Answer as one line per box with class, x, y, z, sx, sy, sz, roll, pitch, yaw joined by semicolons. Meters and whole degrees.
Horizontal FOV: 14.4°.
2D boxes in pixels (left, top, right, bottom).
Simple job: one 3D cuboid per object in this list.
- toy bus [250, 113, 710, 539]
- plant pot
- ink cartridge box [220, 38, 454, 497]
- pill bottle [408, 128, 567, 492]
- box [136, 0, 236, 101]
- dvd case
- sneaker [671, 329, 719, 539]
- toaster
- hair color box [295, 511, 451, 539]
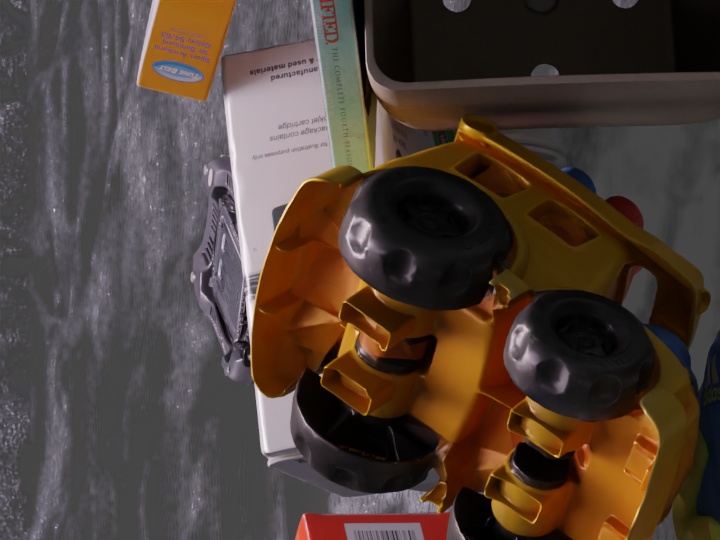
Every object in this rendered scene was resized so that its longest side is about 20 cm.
toy bus;0.082;0.027;1.234;0.200;0.192;0.136;36;130;23
plant pot;0.094;-0.155;1.316;0.177;0.198;0.201;100;168;-76
ink cartridge box;0.000;0.000;1.400;0.147;0.082;0.201;32;-130;-70
pill bottle;0.066;0.012;1.513;0.113;0.113;0.202;143;127;-71
box;-0.067;-0.175;1.341;0.200;0.041;0.120;114;167;-48
dvd case;-0.008;-0.160;1.290;0.201;0.022;0.147;-90;-6;-48
sneaker;0.173;0.085;1.187;0.200;0.075;0.106;-116;31;-61
toaster;-0.030;0.003;1.833;0.200;0.128;0.114;-118;32;-62
hair color box;-0.004;0.234;1.773;0.201;0.101;0.061;108;157;-44
